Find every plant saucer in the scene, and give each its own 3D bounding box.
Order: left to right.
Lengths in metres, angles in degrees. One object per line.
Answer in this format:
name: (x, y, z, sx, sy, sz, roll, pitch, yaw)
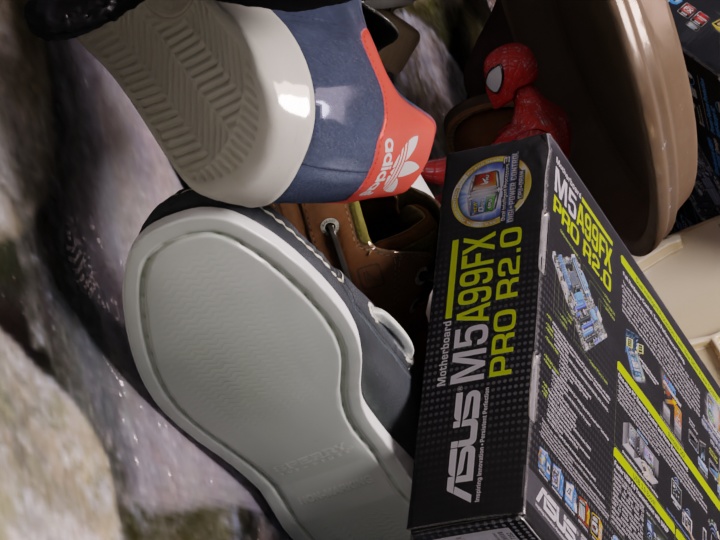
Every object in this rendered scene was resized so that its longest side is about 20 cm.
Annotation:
plant saucer: (0.095, -0.104, 0.952, 0.200, 0.029, 0.200, 161, -90, -85)

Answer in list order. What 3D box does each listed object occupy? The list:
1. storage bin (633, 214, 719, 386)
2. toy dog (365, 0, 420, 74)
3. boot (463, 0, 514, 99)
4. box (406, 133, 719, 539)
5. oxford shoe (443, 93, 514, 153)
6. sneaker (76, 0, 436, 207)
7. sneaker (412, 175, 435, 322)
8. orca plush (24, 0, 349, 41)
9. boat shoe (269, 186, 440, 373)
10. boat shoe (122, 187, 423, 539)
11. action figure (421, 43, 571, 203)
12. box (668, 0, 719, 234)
storage bin: (0.185, 0.108, 1.046, 0.200, 0.094, 0.199, 67, 1, -52)
toy dog: (-0.012, -0.149, 0.912, 0.132, 0.096, 0.200, -61, 173, -16)
boot: (0.073, -0.194, 1.128, 0.166, 0.072, 0.200, 41, 76, -31)
box: (0.086, 0.072, 0.839, 0.200, 0.044, 0.160, 50, 36, -45)
oxford shoe: (0.101, -0.017, 1.107, 0.200, 0.071, 0.071, 47, 33, -46)
sneaker: (-0.040, -0.088, 0.744, 0.084, 0.075, 0.200, 6, 40, -35)
sneaker: (0.048, 0.030, 0.927, 0.200, 0.072, 0.072, 65, 18, -10)
orca plush: (-0.088, -0.103, 0.645, 0.105, 0.200, 0.071, -161, -93, -79)
boat shoe: (0.000, 0.000, 0.843, 0.200, 0.068, 0.072, 60, 21, -24)
boat shoe: (-0.022, 0.032, 0.764, 0.200, 0.076, 0.060, 64, 19, -45)
action figure: (0.050, -0.001, 0.993, 0.065, 0.099, 0.200, -58, 146, -68)
box: (0.180, -0.051, 1.052, 0.159, 0.046, 0.200, 43, -14, 38)
